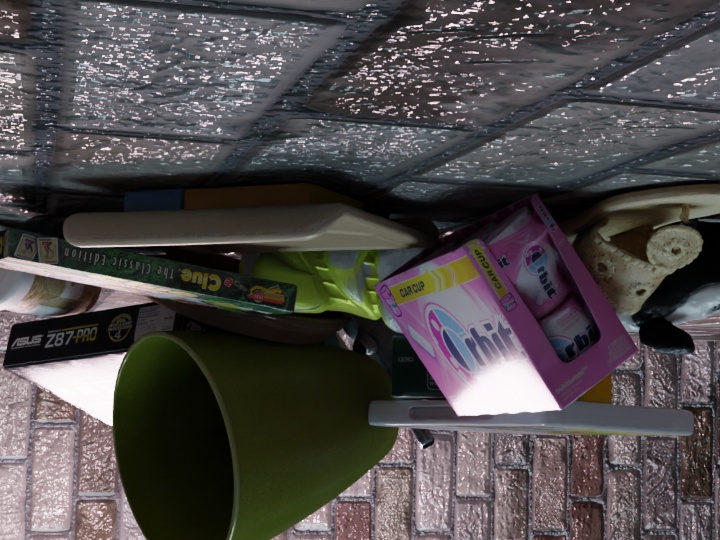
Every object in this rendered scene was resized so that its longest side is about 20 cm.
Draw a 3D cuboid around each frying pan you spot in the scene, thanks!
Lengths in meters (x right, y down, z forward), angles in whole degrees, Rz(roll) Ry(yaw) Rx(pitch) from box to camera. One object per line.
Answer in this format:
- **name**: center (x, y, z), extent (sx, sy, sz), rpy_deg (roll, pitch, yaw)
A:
- **frying pan**: center (-0.195, -0.021, 0.989), extent (0.113, 0.031, 0.190), rpy_deg (3, 178, 7)

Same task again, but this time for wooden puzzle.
- **wooden puzzle**: center (-0.063, -0.032, 0.838), extent (0.183, 0.038, 0.200), rpy_deg (-1, 179, 22)

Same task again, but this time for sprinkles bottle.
- **sprinkles bottle**: center (-0.282, 0.004, 1.106), extent (0.067, 0.069, 0.200), rpy_deg (1, 176, 7)

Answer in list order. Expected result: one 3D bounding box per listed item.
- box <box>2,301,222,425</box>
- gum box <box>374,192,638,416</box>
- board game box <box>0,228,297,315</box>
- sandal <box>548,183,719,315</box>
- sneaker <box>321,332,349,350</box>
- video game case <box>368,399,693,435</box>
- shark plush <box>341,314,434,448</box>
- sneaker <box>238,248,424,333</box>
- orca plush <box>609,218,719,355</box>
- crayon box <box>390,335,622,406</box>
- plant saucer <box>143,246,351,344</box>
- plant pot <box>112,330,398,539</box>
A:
- **box**: center (-0.195, 0.087, 1.174), extent (0.198, 0.050, 0.161), rpy_deg (-10, 149, 28)
- **gum box**: center (0.089, 0.029, 0.847), extent (0.066, 0.114, 0.200), rpy_deg (-34, -178, -17)
- **board game box**: center (-0.153, 0.003, 0.892), extent (0.198, 0.024, 0.105), rpy_deg (12, 170, -24)
- **sandal**: center (0.161, -0.007, 0.812), extent (0.077, 0.071, 0.211), rpy_deg (4, 175, -32)
- **sneaker**: center (-0.077, 0.032, 1.223), extent (0.200, 0.071, 0.080), rpy_deg (42, 171, 51)
- **video game case**: center (0.137, 0.118, 1.042), extent (0.199, 0.023, 0.181), rpy_deg (10, 168, -43)
- **shark plush**: center (0.009, 0.076, 1.186), extent (0.090, 0.202, 0.083), rpy_deg (-27, 157, 29)
- **sneaker**: center (0.000, 0.000, 1.035), extent (0.198, 0.077, 0.105), rpy_deg (10, -174, -11)
- **orca plush**: center (0.221, -0.003, 0.845), extent (0.198, 0.106, 0.071), rpy_deg (9, 146, 29)
- **crayon box**: center (0.125, 0.084, 1.065), extent (0.124, 0.052, 0.199), rpy_deg (-3, 171, 30)
- **plant saucer**: center (-0.105, 0.019, 1.079), extent (0.198, 0.030, 0.200), rpy_deg (17, -172, -2)
- **plant pot**: center (-0.070, 0.129, 1.059), extent (0.198, 0.190, 0.186), rpy_deg (-8, -178, -38)
